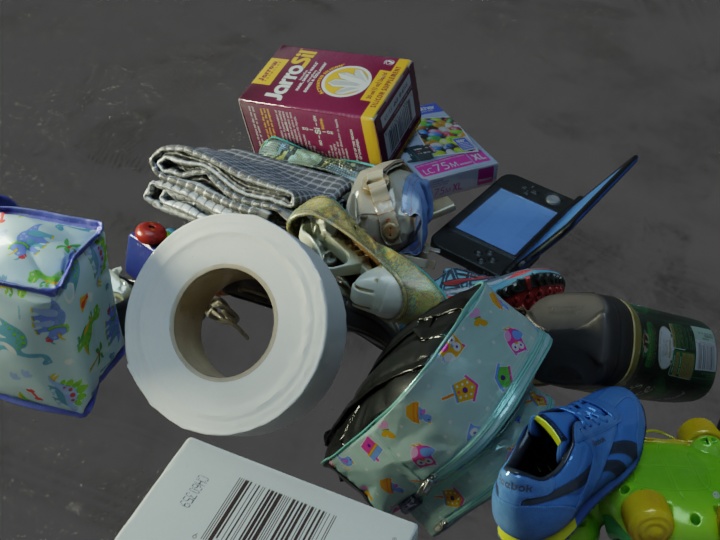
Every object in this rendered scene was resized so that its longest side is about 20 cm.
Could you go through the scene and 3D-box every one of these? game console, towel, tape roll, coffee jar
[{"bbox_3d":[0.205,-0.081,1.119,0.169,0.119,0.200,27,44,26],"label":"game console"},{"bbox_3d":[-0.119,-0.087,1.070,0.198,0.087,0.165,19,10,18],"label":"towel"},{"bbox_3d":[-0.116,0.053,0.876,0.199,0.071,0.206,-2,81,14],"label":"tape roll"},{"bbox_3d":[0.242,0.074,0.881,0.198,0.087,0.104,13,-12,-41],"label":"coffee jar"}]

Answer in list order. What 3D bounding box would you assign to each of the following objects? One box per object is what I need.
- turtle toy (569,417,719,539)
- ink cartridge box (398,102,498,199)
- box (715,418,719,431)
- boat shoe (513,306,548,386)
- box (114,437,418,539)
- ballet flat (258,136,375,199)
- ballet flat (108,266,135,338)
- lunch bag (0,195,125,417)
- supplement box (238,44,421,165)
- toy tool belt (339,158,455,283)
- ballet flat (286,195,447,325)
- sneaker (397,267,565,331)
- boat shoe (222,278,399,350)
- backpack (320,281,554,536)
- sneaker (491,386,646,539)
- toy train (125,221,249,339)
[{"bbox_3d":[0.236,0.199,0.790,0.197,0.102,0.146,2,25,1],"label":"turtle toy"},{"bbox_3d":[0.085,-0.172,1.284,0.118,0.042,0.200,-15,41,-22],"label":"ink cartridge box"},{"bbox_3d":[0.422,0.145,0.795,0.116,0.199,0.200,-18,44,-23],"label":"box"},{"bbox_3d":[0.166,0.075,0.965,0.197,0.068,0.072,-11,41,-17],"label":"boat shoe"},{"bbox_3d":[-0.085,0.258,0.670,0.197,0.132,0.201,17,41,15],"label":"box"},{"bbox_3d":[-0.044,-0.109,1.187,0.198,0.075,0.074,17,41,19],"label":"ballet flat"},{"bbox_3d":[-0.304,0.010,1.005,0.198,0.074,0.073,21,42,20],"label":"ballet flat"},{"bbox_3d":[-0.339,0.030,0.899,0.197,0.172,0.128,9,39,9],"label":"lunch bag"},{"bbox_3d":[-0.037,-0.210,1.233,0.198,0.104,0.132,12,51,24],"label":"supplement box"},{"bbox_3d":[0.045,-0.051,1.058,0.121,0.126,0.201,7,26,5],"label":"toy tool belt"},{"bbox_3d":[0.000,0.000,0.917,0.070,0.071,0.200,-28,58,-33],"label":"ballet flat"},{"bbox_3d":[0.126,0.022,1.019,0.197,0.080,0.096,-12,39,-19],"label":"sneaker"},{"bbox_3d":[-0.054,0.039,0.968,0.198,0.074,0.074,29,80,-11],"label":"boat shoe"},{"bbox_3d":[0.077,0.114,0.805,0.153,0.201,0.176,38,46,7],"label":"backpack"},{"bbox_3d":[0.169,0.133,0.735,0.065,0.079,0.199,14,33,38],"label":"sneaker"},{"bbox_3d":[-0.151,0.012,1.016,0.199,0.086,0.115,31,33,29],"label":"toy train"}]
